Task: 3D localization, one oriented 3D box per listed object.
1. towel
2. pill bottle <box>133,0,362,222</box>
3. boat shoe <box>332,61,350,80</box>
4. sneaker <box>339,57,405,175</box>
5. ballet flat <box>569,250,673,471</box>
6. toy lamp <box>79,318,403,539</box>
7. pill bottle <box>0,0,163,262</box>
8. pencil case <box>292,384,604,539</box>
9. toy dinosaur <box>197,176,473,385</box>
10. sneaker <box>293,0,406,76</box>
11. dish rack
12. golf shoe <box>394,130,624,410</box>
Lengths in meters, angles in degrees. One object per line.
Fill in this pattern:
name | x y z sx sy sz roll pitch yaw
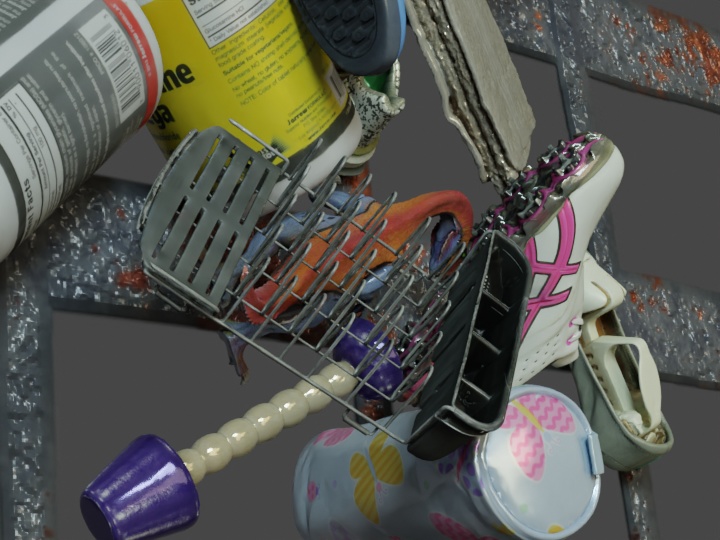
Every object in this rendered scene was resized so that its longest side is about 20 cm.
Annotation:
towel | 0.069 -0.159 1.056 0.133 0.034 0.201 -66 135 -64
pill bottle | -0.090 -0.137 0.874 0.113 0.112 0.201 -52 121 -42
boat shoe | -0.017 -0.219 0.952 0.072 0.068 0.201 -5 75 -41
sneaker | 0.002 -0.166 1.012 0.077 0.088 0.201 10 66 -39
ballet flat | 0.170 0.042 1.095 0.067 0.064 0.201 -17 84 -45
toy lamp | -0.064 0.090 0.853 0.199 0.058 0.058 -31 94 -33
pill bottle | -0.197 -0.068 0.774 0.116 0.116 0.200 51 47 -13
pencil case | 0.043 0.118 0.858 0.090 0.200 0.084 13 70 -30
toy dinosaur | 0.000 0.000 0.908 0.181 0.200 0.106 -22 105 -14
sneaker | -0.009 -0.199 0.863 0.078 0.066 0.201 -3 64 -48
dish rack | -0.012 -0.002 0.782 0.199 0.055 0.154 34 35 -11
golf shoe | 0.102 0.011 0.927 0.092 0.201 0.073 31 12 -15
